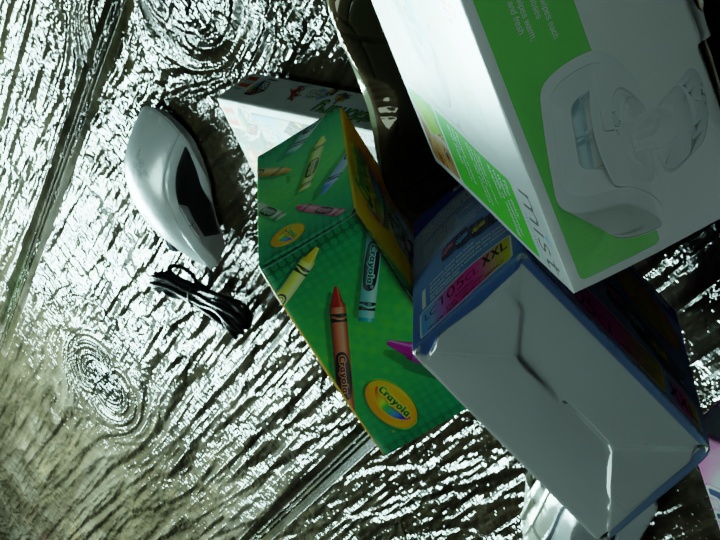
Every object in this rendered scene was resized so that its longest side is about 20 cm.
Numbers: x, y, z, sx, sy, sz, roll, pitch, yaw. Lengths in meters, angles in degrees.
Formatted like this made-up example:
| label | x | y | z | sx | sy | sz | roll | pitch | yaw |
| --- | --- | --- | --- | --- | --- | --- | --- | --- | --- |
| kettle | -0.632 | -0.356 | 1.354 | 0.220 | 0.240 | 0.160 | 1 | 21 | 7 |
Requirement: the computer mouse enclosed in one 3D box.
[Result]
| label | x | y | z | sx | sy | sz | roll | pitch | yaw |
| --- | --- | --- | --- | --- | --- | --- | --- | --- | --- |
| computer mouse | -0.137 | -0.034 | 1.590 | 0.110 | 0.044 | 0.200 | 35 | 151 | 40 |

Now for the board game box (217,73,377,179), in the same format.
| label | x | y | z | sx | sy | sz | roll | pitch | yaw |
| --- | --- | --- | --- | --- | --- | --- | --- | --- | --- |
| board game box | 0.000 | -0.050 | 1.316 | 0.200 | 0.035 | 0.126 | 17 | 138 | 55 |

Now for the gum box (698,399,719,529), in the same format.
| label | x | y | z | sx | sy | sz | roll | pitch | yaw |
| --- | --- | --- | --- | --- | --- | --- | --- | --- | --- |
| gum box | 0.259 | 0.129 | 1.030 | 0.200 | 0.066 | 0.114 | 22 | 141 | 51 |

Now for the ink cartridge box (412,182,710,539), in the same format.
| label | x | y | z | sx | sy | sz | roll | pitch | yaw |
| --- | --- | --- | --- | --- | --- | --- | --- | --- | --- |
| ink cartridge box | 0.094 | 0.023 | 1.076 | 0.136 | 0.076 | 0.200 | 45 | -165 | -15 |

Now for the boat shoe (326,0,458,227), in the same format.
| label | x | y | z | sx | sy | sz | roll | pitch | yaw |
| --- | --- | --- | --- | --- | --- | --- | --- | --- | --- |
| boat shoe | 0.030 | -0.103 | 1.160 | 0.076 | 0.072 | 0.200 | -111 | 1 | -49 |

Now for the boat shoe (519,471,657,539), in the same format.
| label | x | y | z | sx | sy | sz | roll | pitch | yaw |
| --- | --- | --- | --- | --- | --- | --- | --- | --- | --- |
| boat shoe | 0.129 | 0.145 | 1.321 | 0.200 | 0.071 | 0.070 | 97 | 159 | -64 |

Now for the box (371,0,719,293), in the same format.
| label | x | y | z | sx | sy | sz | roll | pitch | yaw |
| --- | --- | --- | --- | --- | --- | --- | --- | --- | --- |
| box | 0.071 | -0.121 | 0.949 | 0.200 | 0.097 | 0.176 | 67 | 173 | -29 |

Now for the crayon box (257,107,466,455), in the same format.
| label | x | y | z | sx | sy | sz | roll | pitch | yaw |
| --- | --- | --- | --- | --- | --- | --- | --- | --- | --- |
| crayon box | 0.000 | 0.000 | 1.144 | 0.119 | 0.058 | 0.200 | 57 | -172 | -18 |
